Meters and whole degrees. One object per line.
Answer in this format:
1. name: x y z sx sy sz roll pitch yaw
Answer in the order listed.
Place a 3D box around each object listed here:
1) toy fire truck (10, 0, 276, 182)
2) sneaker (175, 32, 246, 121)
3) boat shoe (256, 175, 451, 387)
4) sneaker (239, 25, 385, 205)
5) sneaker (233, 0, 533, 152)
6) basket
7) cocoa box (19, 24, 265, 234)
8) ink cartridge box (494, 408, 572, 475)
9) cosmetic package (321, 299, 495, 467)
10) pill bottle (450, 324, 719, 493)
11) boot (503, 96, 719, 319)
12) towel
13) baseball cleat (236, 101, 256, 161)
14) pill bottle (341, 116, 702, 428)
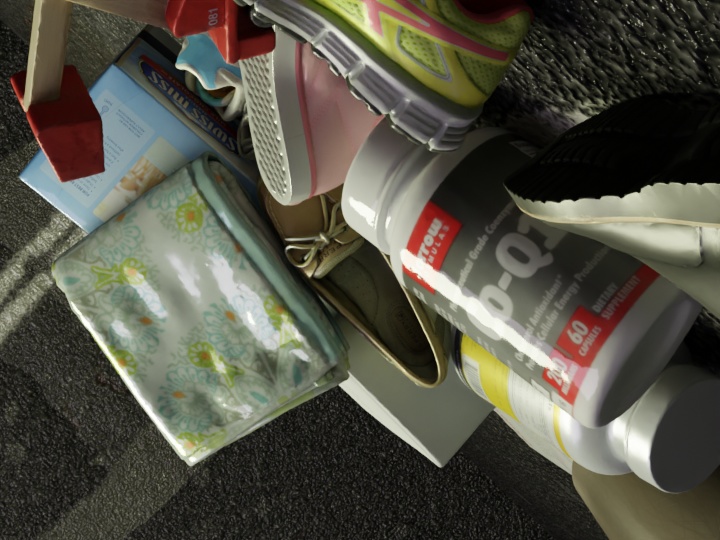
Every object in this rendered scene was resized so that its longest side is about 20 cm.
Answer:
1. toy fire truck: -0.109 -0.145 0.546 0.049 0.140 0.201 58 156 33
2. sneaker: -0.095 -0.159 0.858 0.076 0.081 0.200 39 177 10
3. boat shoe: -0.002 0.002 0.807 0.201 0.073 0.063 53 -168 -16
4. sneaker: -0.019 -0.143 0.661 0.075 0.104 0.201 45 149 49
5. sneaker: -0.006 -0.144 0.480 0.200 0.090 0.078 34 -156 -24
6. basket: 0.257 0.183 0.795 0.135 0.181 0.200 15 -161 -33
7. cocoa box: -0.150 -0.079 0.901 0.200 0.133 0.131 41 -158 -16
8. ink cartridge box: 0.193 0.124 0.988 0.145 0.088 0.200 46 170 -27
9. cosmetic package: 0.037 0.037 0.975 0.166 0.167 0.200 46 171 -21
10. pill bottle: 0.160 0.073 0.765 0.112 0.112 0.200 47 171 -36
11. boot: 0.150 0.001 0.473 0.139 0.077 0.200 53 170 -18
12. towel: -0.122 0.035 0.835 0.201 0.171 0.048 56 -161 -6
13. baseball cleat: -0.040 -0.098 0.857 0.200 0.106 0.070 81 -175 -67
14. pill bottle: 0.090 -0.011 0.634 0.200 0.114 0.114 37 172 26
